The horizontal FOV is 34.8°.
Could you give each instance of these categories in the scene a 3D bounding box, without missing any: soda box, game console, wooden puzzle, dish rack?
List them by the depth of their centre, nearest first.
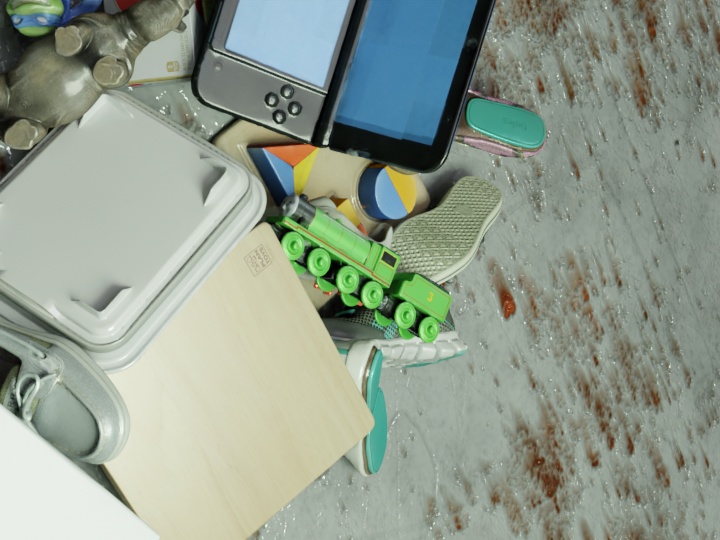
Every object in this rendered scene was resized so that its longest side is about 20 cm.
[{"bbox_3d":[-0.181,-0.041,0.823,0.200,0.171,0.044,-52,167,-27],"label":"dish rack"},{"bbox_3d":[-0.007,-0.193,0.842,0.170,0.118,0.202,17,89,-26],"label":"game console"},{"bbox_3d":[-0.161,-0.244,0.879,0.067,0.064,0.202,-5,96,3],"label":"soda box"},{"bbox_3d":[-0.021,-0.087,1.038,0.200,0.046,0.186,-45,119,-32],"label":"wooden puzzle"}]

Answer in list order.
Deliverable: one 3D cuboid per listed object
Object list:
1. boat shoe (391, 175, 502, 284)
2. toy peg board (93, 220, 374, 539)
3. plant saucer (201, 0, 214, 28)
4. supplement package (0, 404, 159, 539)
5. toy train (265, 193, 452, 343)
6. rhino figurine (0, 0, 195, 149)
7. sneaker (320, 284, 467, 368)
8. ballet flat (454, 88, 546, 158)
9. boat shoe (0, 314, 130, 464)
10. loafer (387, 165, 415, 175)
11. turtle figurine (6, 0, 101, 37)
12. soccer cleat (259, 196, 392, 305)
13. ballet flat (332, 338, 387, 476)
[{"bbox_3d":[0.076,-0.024,1.093,0.200,0.074,0.063,-44,161,-50],"label":"boat shoe"},{"bbox_3d":[-0.125,0.094,0.895,0.199,0.098,0.201,-38,116,-24],"label":"toy peg board"},{"bbox_3d":[-0.041,-0.205,0.943,0.198,0.031,0.202,7,75,-27],"label":"plant saucer"},{"bbox_3d":[-0.273,0.158,0.710,0.191,0.199,0.148,49,60,-31],"label":"supplement package"},{"bbox_3d":[0.000,0.000,0.946,0.199,0.042,0.057,33,73,-34],"label":"toy train"},{"bbox_3d":[-0.190,-0.151,0.814,0.199,0.087,0.060,-34,104,0],"label":"rhino figurine"},{"bbox_3d":[0.013,0.043,1.066,0.199,0.077,0.092,3,72,-45],"label":"sneaker"},{"bbox_3d":[0.085,-0.149,1.106,0.199,0.071,0.070,17,69,-23],"label":"ballet flat"},{"bbox_3d":[-0.243,0.066,0.753,0.075,0.201,0.065,-59,171,24],"label":"boat shoe"},{"bbox_3d":[0.062,-0.184,1.017,0.075,0.067,0.202,13,87,-23],"label":"loafer"},{"bbox_3d":[-0.244,-0.267,0.770,0.199,0.143,0.196,4,84,-46],"label":"turtle figurine"},{"bbox_3d":[-0.061,-0.032,0.959,0.199,0.069,0.078,18,94,-32],"label":"soccer cleat"},{"bbox_3d":[-0.012,0.117,1.019,0.070,0.069,0.201,-55,159,-27],"label":"ballet flat"}]
